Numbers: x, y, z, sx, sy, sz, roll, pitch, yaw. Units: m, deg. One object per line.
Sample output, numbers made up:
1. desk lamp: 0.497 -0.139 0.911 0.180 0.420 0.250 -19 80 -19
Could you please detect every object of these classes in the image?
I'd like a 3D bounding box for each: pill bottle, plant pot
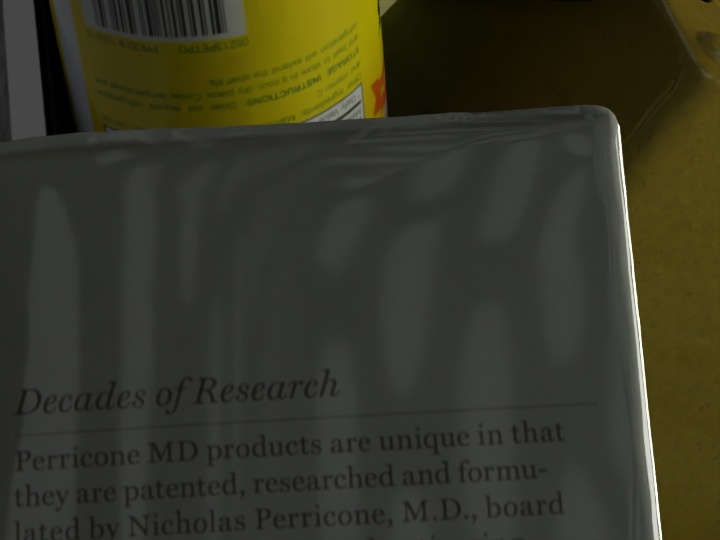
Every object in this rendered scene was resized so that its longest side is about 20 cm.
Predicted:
1. pill bottle: -0.045 -0.066 0.673 0.110 0.108 0.201 -93 179 -50
2. plant pot: 0.099 -0.027 0.770 0.200 0.194 0.195 -55 -145 33

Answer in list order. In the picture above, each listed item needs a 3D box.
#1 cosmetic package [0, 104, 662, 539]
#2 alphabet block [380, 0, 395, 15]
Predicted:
1. cosmetic package: -0.009 0.083 0.520 0.165 0.164 0.202 84 2 -71
2. alphabet block: -0.002 -0.202 1.424 0.197 0.194 0.201 -89 176 -58
